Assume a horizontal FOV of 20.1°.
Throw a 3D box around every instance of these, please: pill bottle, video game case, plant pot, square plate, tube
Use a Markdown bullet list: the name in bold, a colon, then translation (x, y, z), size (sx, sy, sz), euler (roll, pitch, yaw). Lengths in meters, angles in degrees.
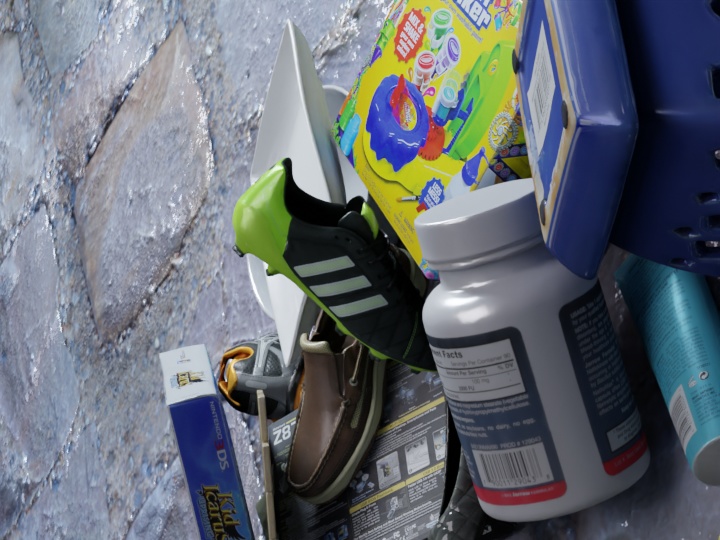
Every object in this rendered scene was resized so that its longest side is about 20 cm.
- **pill bottle**: translation (0.107, 0.049, 1.317), size (0.119, 0.119, 0.202), euler (0, 110, 58)
- **video game case**: translation (-0.117, 0.176, 1.632), size (0.181, 0.045, 0.202), euler (-131, 28, -77)
- **plant pot**: translation (0.190, -0.113, 1.189), size (0.200, 0.178, 0.202), euler (94, 169, -61)
- **square plate**: translation (-0.048, -0.059, 1.599), size (0.199, 0.028, 0.201), euler (108, 156, -52)
- **tube**: translation (0.209, 0.046, 1.304), size (0.078, 0.050, 0.201), euler (-50, 36, 32)

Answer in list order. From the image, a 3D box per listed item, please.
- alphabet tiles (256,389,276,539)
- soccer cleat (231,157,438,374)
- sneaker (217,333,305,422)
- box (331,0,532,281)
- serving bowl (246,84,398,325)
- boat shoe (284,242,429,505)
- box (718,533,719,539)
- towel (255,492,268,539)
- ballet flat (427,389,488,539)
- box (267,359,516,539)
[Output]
- **alphabet tiles**: translation (-0.067, 0.193, 1.529), size (0.166, 0.006, 0.202), euler (159, 106, -87)
- **soccer cleat**: translation (0.000, 0.000, 1.447), size (0.081, 0.199, 0.068), euler (-50, 10, 24)
- **sneaker**: translation (-0.085, 0.087, 1.710), size (0.200, 0.076, 0.079), euler (175, 105, -77)
- **box**: translation (0.100, -0.115, 1.447), size (0.194, 0.121, 0.200), euler (-62, 34, 22)
- **serving bowl**: translation (-0.019, -0.048, 1.685), size (0.200, 0.065, 0.202), euler (-29, 55, 52)
- **boat shoe**: translation (-0.021, 0.070, 1.515), size (0.074, 0.075, 0.204), euler (6, 72, 49)
- **box**: translation (0.229, 0.224, 1.179), size (0.050, 0.075, 0.202), euler (27, 102, 56)
- **towel**: translation (-0.011, 0.205, 1.626), size (0.193, 0.034, 0.201), euler (-58, 39, 35)
- **ballet flat**: translation (0.064, 0.131, 1.402), size (0.067, 0.056, 0.202), euler (126, 155, -63)
- **box**: translation (0.018, 0.153, 1.523), size (0.199, 0.049, 0.162), euler (-32, 52, 32)
